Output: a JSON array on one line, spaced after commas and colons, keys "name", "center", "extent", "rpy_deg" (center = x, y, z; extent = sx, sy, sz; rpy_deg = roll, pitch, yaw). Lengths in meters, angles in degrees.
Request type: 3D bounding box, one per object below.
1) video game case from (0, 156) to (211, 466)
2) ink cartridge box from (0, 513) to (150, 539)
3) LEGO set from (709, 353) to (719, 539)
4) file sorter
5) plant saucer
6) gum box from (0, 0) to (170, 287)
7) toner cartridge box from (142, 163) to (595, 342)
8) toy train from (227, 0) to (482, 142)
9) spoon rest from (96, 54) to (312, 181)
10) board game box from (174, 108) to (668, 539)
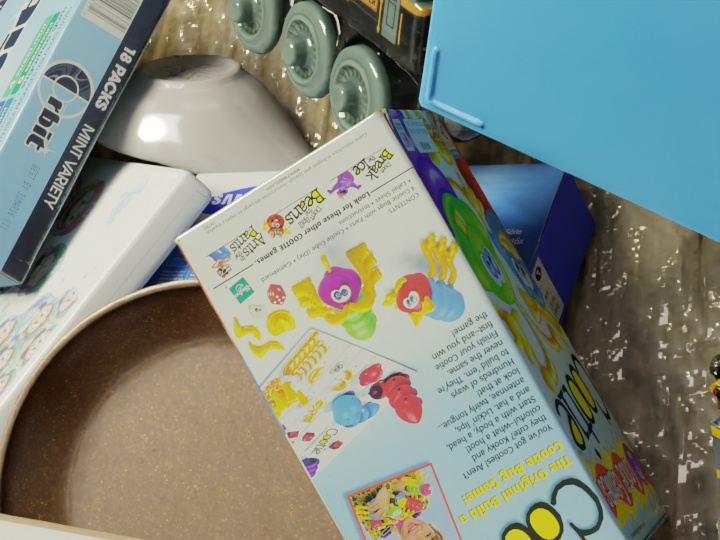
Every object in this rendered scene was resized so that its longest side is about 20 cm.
[{"name": "video game case", "center": [-0.169, 0.028, 1.273], "extent": [0.200, 0.024, 0.182], "rpy_deg": [-52, 21, -11]}, {"name": "ink cartridge box", "center": [-0.134, 0.194, 1.118], "extent": [0.200, 0.165, 0.075], "rpy_deg": [5, 28, 38]}, {"name": "LEGO set", "center": [0.226, 0.102, 0.985], "extent": [0.200, 0.116, 0.154], "rpy_deg": [20, 46, 38]}, {"name": "file sorter", "center": [0.145, -0.111, 1.053], "extent": [0.200, 0.139, 0.123], "rpy_deg": [26, 41, 22]}, {"name": "plant saucer", "center": [-0.066, 0.104, 1.168], "extent": [0.200, 0.037, 0.201], "rpy_deg": [-1, 87, 13]}, {"name": "gum box", "center": [-0.183, -0.071, 1.344], "extent": [0.170, 0.044, 0.200], "rpy_deg": [-64, 20, -13]}, {"name": "toner cartridge box", "center": [0.000, 0.000, 1.202], "extent": [0.199, 0.043, 0.095], "rpy_deg": [-1, 47, 28]}, {"name": "toy train", "center": [0.005, -0.136, 1.201], "extent": [0.200, 0.085, 0.114], "rpy_deg": [44, 133, 48]}, {"name": "spoon rest", "center": [-0.048, -0.066, 1.285], "extent": [0.200, 0.099, 0.061], "rpy_deg": [12, 115, 36]}, {"name": "board game box", "center": [0.028, 0.045, 1.073], "extent": [0.105, 0.103, 0.200], "rpy_deg": [-31, 85, 14]}]
